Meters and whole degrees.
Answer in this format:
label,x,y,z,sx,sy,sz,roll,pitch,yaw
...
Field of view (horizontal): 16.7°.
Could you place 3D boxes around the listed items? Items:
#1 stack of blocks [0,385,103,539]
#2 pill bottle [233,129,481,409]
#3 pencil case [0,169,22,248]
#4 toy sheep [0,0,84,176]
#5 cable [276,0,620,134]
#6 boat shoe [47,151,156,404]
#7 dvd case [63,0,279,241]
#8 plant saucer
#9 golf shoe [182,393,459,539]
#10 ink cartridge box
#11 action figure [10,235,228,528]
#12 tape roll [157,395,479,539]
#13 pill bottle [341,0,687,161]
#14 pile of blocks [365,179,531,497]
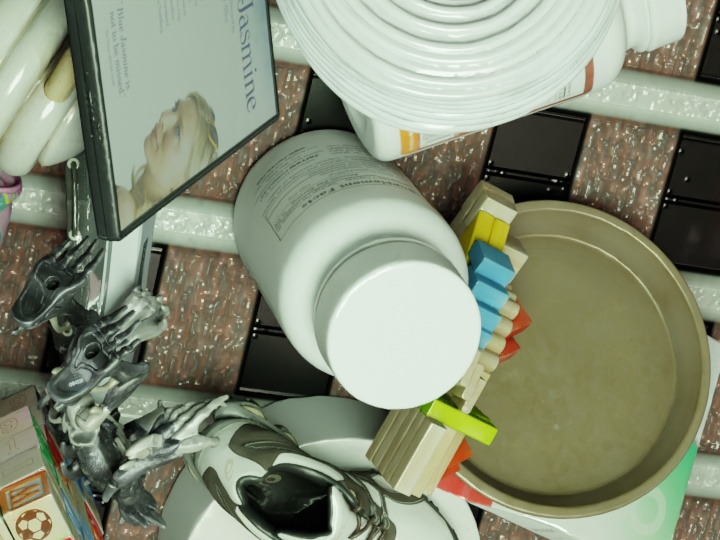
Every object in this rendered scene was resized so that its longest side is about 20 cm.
label,x,y,z,sx,sy,sz,roll,pitch,yaw
stack of blocks,-0.193,0.142,1.431,0.058,0.200,0.115,-25,115,-3
pill bottle,0.000,0.000,1.430,0.114,0.200,0.115,-6,112,-14
pencil case,-0.267,0.020,1.428,0.087,0.087,0.200,20,103,-22
toy sheep,-0.200,-0.120,1.364,0.200,0.138,0.138,37,98,-4
cable,0.050,-0.179,1.357,0.199,0.069,0.201,-11,80,-7
boat shoe,-0.160,0.011,1.471,0.056,0.069,0.201,12,108,3
dvd case,-0.101,-0.118,1.376,0.018,0.200,0.143,5,115,24
plant saucer,0.119,0.056,1.521,0.199,0.029,0.201,3,76,-13
golf shoe,-0.016,0.155,1.469,0.200,0.095,0.078,29,100,-25
ink cartridge box,0.124,0.083,1.544,0.200,0.050,0.161,27,72,-25
action figure,-0.133,0.069,1.384,0.102,0.119,0.200,-32,152,-13
tape roll,-0.027,0.185,1.567,0.202,0.071,0.203,-6,112,-14
pill bottle,0.084,-0.146,1.447,0.200,0.112,0.112,-19,115,-8
pile of blocks,0.071,0.047,1.455,0.062,0.082,0.200,25,74,-23
